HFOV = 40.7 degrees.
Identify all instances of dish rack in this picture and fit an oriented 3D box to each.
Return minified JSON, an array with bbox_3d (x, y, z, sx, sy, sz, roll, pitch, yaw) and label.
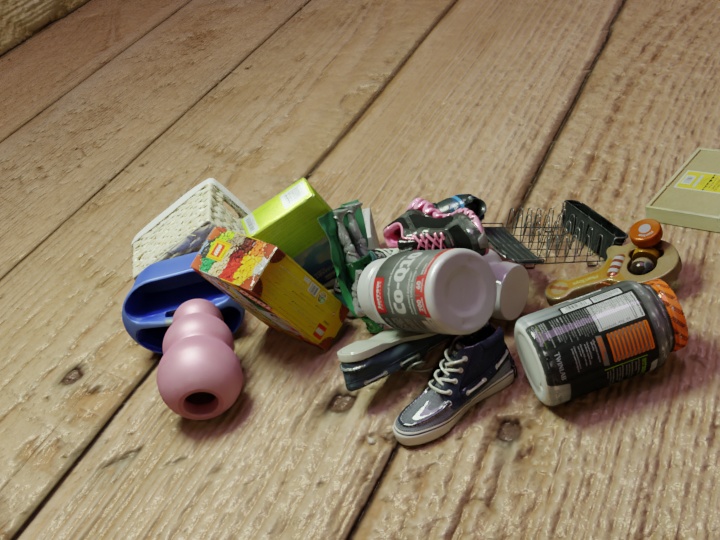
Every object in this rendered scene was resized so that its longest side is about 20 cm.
[{"bbox_3d":[0.290,-0.056,1.502,0.199,0.055,0.153,-3,25,-21],"label":"dish rack"}]

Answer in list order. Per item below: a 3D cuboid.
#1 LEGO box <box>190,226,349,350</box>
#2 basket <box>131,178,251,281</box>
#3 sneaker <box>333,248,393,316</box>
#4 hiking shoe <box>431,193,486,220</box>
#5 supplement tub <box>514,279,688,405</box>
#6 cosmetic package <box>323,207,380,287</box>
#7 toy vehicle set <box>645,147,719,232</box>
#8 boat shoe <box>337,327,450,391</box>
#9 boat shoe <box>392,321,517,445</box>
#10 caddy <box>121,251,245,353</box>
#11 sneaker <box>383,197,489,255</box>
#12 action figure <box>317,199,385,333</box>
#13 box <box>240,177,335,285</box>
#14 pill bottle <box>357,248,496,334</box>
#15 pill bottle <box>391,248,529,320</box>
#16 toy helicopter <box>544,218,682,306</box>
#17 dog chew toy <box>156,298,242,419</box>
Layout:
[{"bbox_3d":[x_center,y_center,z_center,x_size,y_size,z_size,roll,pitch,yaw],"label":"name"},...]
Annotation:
[{"bbox_3d":[-0.135,0.028,1.477,0.149,0.200,0.077,18,72,43],"label":"LEGO box"},{"bbox_3d":[-0.283,-0.035,1.670,0.200,0.136,0.124,-35,34,19],"label":"basket"},{"bbox_3d":[0.045,-0.005,1.565,0.200,0.080,0.071,-31,34,-21],"label":"sneaker"},{"bbox_3d":[0.168,-0.079,1.565,0.086,0.075,0.200,-22,-6,16],"label":"hiking shoe"},{"bbox_3d":[0.311,0.088,1.259,0.199,0.123,0.123,-19,32,-4],"label":"supplement tub"},{"bbox_3d":[-0.068,-0.030,1.658,0.199,0.081,0.113,-15,30,5],"label":"cosmetic package"},{"bbox_3d":[0.564,-0.134,1.572,0.124,0.027,0.200,15,44,41],"label":"toy vehicle set"},{"bbox_3d":[0.055,0.119,1.382,0.200,0.062,0.075,-18,13,-41],"label":"boat shoe"},{"bbox_3d":[0.118,0.143,1.292,0.200,0.093,0.075,-32,35,-24],"label":"boat shoe"},{"bbox_3d":[-0.284,0.057,1.572,0.199,0.142,0.105,-15,27,5],"label":"caddy"},{"bbox_3d":[0.103,-0.046,1.396,0.095,0.079,0.200,-28,23,-24],"label":"sneaker"},{"bbox_3d":[0.000,0.000,1.479,0.055,0.201,0.118,-5,15,37],"label":"action figure"},{"bbox_3d":[-0.085,-0.050,1.519,0.122,0.200,0.048,-33,55,7],"label":"box"},{"bbox_3d":[0.085,0.029,1.339,0.114,0.114,0.200,-35,16,-27],"label":"pill bottle"},{"bbox_3d":[0.147,0.015,1.459,0.199,0.111,0.111,13,42,39],"label":"pill bottle"},{"bbox_3d":[0.367,0.016,1.412,0.199,0.079,0.133,-19,39,16],"label":"toy helicopter"},{"bbox_3d":[-0.239,0.122,1.445,0.124,0.125,0.200,-15,43,3],"label":"dog chew toy"}]
